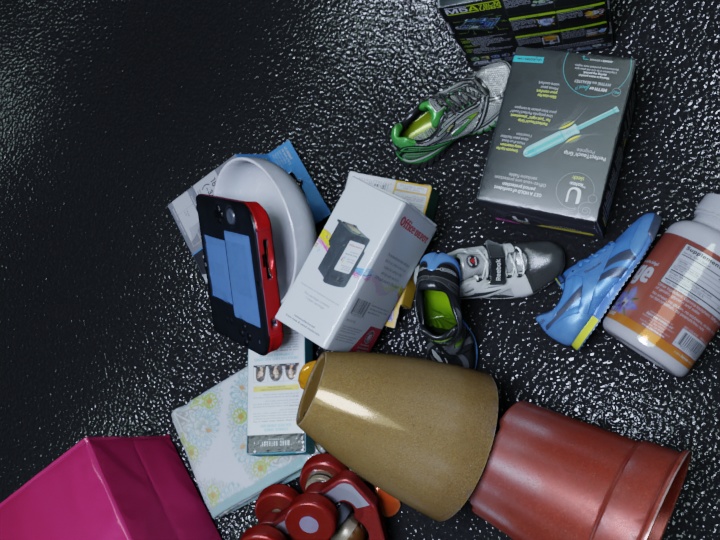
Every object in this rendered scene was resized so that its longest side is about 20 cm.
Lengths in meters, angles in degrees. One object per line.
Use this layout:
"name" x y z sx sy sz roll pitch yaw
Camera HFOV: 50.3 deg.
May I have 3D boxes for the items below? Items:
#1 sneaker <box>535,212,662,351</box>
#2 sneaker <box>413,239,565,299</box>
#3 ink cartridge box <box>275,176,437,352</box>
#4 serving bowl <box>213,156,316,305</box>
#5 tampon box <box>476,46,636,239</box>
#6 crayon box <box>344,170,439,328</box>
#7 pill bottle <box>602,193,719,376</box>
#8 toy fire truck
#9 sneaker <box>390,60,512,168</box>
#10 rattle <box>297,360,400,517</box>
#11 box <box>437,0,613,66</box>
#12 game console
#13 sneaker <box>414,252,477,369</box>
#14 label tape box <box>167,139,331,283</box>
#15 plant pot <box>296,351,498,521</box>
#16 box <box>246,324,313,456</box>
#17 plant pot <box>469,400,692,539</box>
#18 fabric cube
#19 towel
"sneaker" 0.297 0.002 0.959 0.078 0.066 0.200 36 95 19
"sneaker" 0.165 0.001 0.999 0.200 0.088 0.074 -13 75 16
"ink cartridge box" 0.000 0.000 0.971 0.083 0.146 0.200 29 91 24
"serving bowl" -0.117 -0.053 1.007 0.200 0.066 0.200 22 119 46
"tampon box" 0.252 -0.157 0.971 0.150 0.126 0.200 14 87 22
"crayon box" 0.023 -0.028 1.073 0.126 0.052 0.200 13 85 21
"pill bottle" 0.386 0.015 0.901 0.112 0.112 0.200 35 93 21
"toy fire truck" -0.050 0.352 1.002 0.200 0.112 0.168 -37 101 18
"sneaker" 0.130 -0.216 1.048 0.200 0.085 0.078 -37 71 10
"rattle" 0.003 0.219 0.997 0.130 0.143 0.200 -11 71 3
"box" 0.215 -0.327 0.977 0.200 0.193 0.048 -3 79 20
"game console" -0.165 0.003 1.009 0.177 0.031 0.200 13 112 50
"sneaker" 0.101 0.074 0.974 0.071 0.083 0.200 2 125 23
"label tape box" -0.166 -0.090 1.127 0.200 0.063 0.144 -34 72 12
"plant pot" 0.031 0.176 0.917 0.200 0.186 0.187 21 89 -9
"box" -0.108 0.150 1.048 0.082 0.049 0.200 -5 72 10
"plant pot" 0.244 0.256 0.881 0.195 0.201 0.201 22 89 30
"fabric cube" -0.346 0.366 1.065 0.196 0.200 0.199 -39 69 11
"towel" -0.162 0.237 1.101 0.200 0.048 0.171 -31 69 13
